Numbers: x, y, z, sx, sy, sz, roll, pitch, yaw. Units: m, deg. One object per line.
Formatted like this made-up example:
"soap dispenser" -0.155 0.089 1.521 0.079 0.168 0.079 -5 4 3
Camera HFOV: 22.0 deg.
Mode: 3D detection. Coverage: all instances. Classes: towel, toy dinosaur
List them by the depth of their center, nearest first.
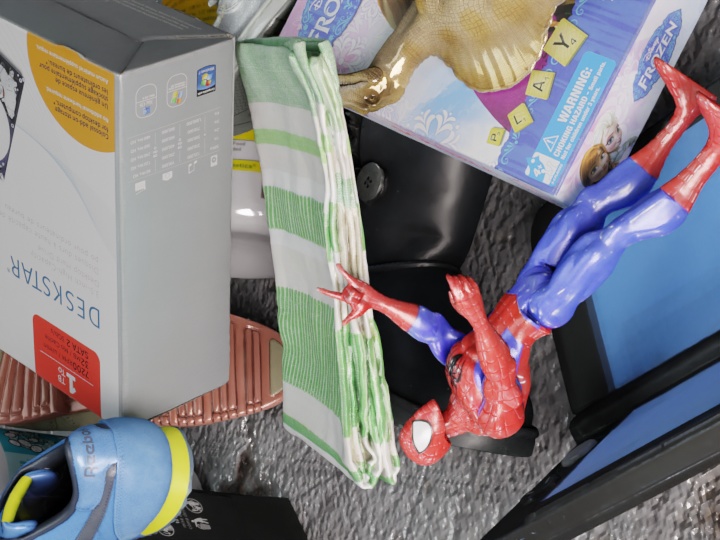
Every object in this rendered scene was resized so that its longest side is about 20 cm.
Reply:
"toy dinosaur" 0.063 -0.134 0.827 0.199 0.058 0.102 -23 76 36
"towel" -0.026 -0.009 0.870 0.152 0.023 0.202 -159 59 -73

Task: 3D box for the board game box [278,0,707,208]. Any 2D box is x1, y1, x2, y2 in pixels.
"board game box" 0.073 -0.150 0.875 0.199 0.041 0.201 27 90 40

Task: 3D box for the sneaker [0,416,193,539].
"sneaker" -0.167 0.133 0.955 0.200 0.078 0.066 -43 51 40

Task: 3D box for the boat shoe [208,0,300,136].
"boat shoe" -0.033 -0.164 0.974 0.065 0.074 0.203 33 94 27

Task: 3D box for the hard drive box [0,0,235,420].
"hard drive box" -0.143 -0.043 0.969 0.155 0.077 0.201 27 127 37

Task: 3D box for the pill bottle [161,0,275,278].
"pill bottle" -0.063 -0.104 1.057 0.109 0.109 0.202 -19 62 50

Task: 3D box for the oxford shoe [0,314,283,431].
"oxford shoe" -0.131 0.061 1.091 0.198 0.074 0.071 0 77 8

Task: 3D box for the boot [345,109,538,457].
"boot" 0.038 -0.015 0.925 0.200 0.076 0.169 32 108 56

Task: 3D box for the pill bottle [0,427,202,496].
"pill bottle" -0.198 0.151 1.097 0.110 0.199 0.112 -18 66 50

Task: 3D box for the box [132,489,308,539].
"box" -0.108 0.240 1.013 0.201 0.124 0.149 -57 41 27

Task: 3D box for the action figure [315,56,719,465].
"action figure" 0.062 -0.007 0.772 0.201 0.099 0.065 -55 26 13

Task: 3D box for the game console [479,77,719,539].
"game console" 0.123 0.010 0.767 0.117 0.176 0.200 54 133 2
